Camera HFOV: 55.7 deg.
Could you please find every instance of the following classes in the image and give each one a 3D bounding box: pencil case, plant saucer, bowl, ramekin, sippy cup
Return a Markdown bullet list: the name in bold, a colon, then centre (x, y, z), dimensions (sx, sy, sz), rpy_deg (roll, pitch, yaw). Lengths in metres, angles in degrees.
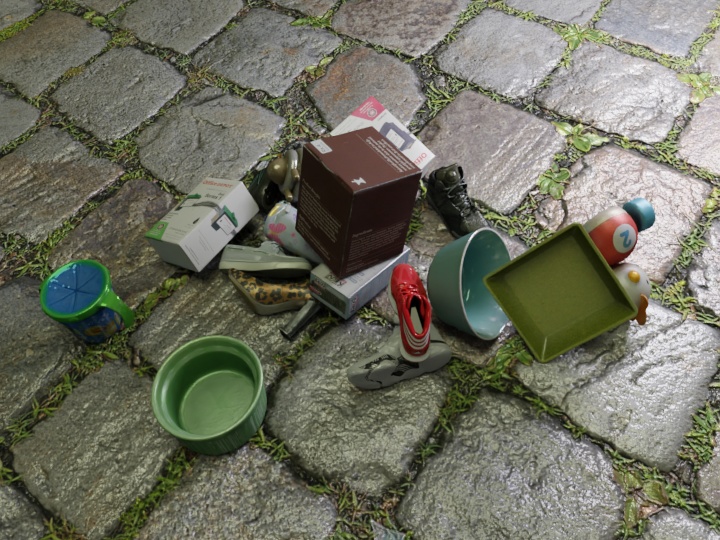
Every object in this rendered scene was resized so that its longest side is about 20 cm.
- **pencil case**: centre (-0.106, -0.071, 1.423), dimensions (0.198, 0.083, 0.092), rpy_deg (27, 97, 23)
- **plant saucer**: centre (0.352, 0.036, 1.209), dimensions (0.199, 0.201, 0.048), rpy_deg (-33, 10, 26)
- **bowl**: centre (0.196, 0.026, 1.269), dimensions (0.104, 0.202, 0.202), rpy_deg (-3, 47, 40)
- **ramekin**: centre (-0.261, 0.226, 1.213), dimensions (0.196, 0.098, 0.202), rpy_deg (-3, 53, 4)
- **sippy cup**: centre (-0.536, 0.071, 1.340), dimensions (0.139, 0.131, 0.178), rpy_deg (-33, 56, -16)

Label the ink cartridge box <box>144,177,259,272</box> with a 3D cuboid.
- **ink cartridge box**: centre (-0.335, -0.103, 1.449), dimensions (0.145, 0.085, 0.201), rpy_deg (12, 53, 42)

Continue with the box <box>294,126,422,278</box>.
- **box**: centre (-0.009, -0.130, 1.282), dimensions (0.162, 0.202, 0.166), rpy_deg (-20, 51, -31)

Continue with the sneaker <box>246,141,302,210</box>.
- **sneaker**: centre (-0.199, -0.224, 1.552), dimensions (0.078, 0.076, 0.201), rpy_deg (9, 53, 34)

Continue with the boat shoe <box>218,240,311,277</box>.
- **boat shoe**: centre (-0.196, -0.027, 1.402), dimensions (0.197, 0.070, 0.073), rpy_deg (2, 75, 12)

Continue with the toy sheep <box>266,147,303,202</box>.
- **toy sheep**: centre (-0.109, -0.202, 1.485), dimensions (0.197, 0.138, 0.140), rpy_deg (11, 48, -24)

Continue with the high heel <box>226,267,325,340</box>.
- **high heel**: centre (-0.160, 0.028, 1.362), dimensions (0.199, 0.072, 0.143), rpy_deg (40, 69, 15)

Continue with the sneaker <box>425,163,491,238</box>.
- **sneaker**: centre (0.204, -0.144, 1.426), dimensions (0.075, 0.115, 0.200), rpy_deg (-27, 57, -12)

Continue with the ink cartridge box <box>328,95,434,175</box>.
- **ink cartridge box**: centre (0.043, -0.257, 1.497), dimensions (0.200, 0.084, 0.145), rpy_deg (43, 68, 4)

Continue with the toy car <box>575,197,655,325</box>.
- **toy car**: centre (0.480, 0.004, 1.259), dimensions (0.182, 0.178, 0.202), rpy_deg (-23, 66, -14)

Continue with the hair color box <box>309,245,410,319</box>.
- **hair color box**: centre (0.000, 0.000, 1.341), dimensions (0.098, 0.061, 0.199), rpy_deg (32, 47, 23)

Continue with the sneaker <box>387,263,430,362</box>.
- **sneaker**: centre (0.097, 0.049, 1.207), dimensions (0.077, 0.116, 0.202), rpy_deg (-6, 54, -9)

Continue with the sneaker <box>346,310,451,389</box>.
- **sneaker**: centre (0.060, 0.141, 1.257), dimensions (0.197, 0.076, 0.116), rpy_deg (-14, 52, -10)
